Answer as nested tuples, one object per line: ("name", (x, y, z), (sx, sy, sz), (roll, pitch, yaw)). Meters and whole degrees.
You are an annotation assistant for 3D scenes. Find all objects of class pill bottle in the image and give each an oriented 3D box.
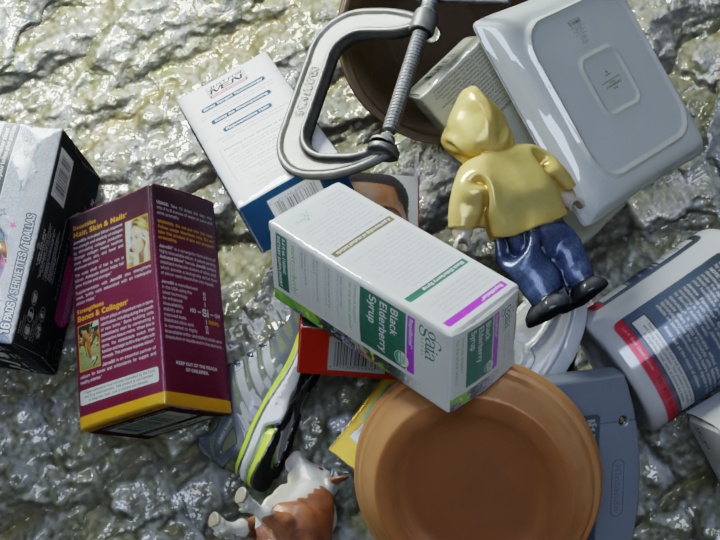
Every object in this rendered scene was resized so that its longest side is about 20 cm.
("pill bottle", (0.296, 0.035, 1.230), (0.200, 0.120, 0.120), (-34, 74, -4))

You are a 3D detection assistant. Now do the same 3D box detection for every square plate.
("square plate", (0.212, -0.162, 1.262), (0.200, 0.028, 0.199), (-30, 91, -40))

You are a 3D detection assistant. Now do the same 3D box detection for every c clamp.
("c clamp", (0.016, -0.159, 1.199), (0.170, 0.027, 0.201), (11, 67, 30))

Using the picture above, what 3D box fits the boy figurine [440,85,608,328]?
("boy figurine", (0.120, -0.054, 1.173), (0.124, 0.064, 0.201), (-25, 79, -21))

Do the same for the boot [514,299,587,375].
("boot", (0.107, 0.076, 1.187), (0.073, 0.095, 0.201), (15, 71, 55))

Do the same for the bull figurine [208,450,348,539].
("bull figurine", (-0.071, 0.244, 1.203), (0.065, 0.121, 0.201), (-18, 61, 46))

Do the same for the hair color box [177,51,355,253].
("hair color box", (-0.087, -0.110, 1.290), (0.100, 0.061, 0.200), (-29, 41, -3))

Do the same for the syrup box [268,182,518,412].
("syrup box", (0.024, 0.017, 1.115), (0.081, 0.079, 0.200), (-32, 48, -32))

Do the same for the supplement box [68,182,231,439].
("supplement box", (-0.188, 0.038, 1.269), (0.110, 0.085, 0.201), (-19, 69, 34))

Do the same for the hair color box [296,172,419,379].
("hair color box", (0.000, 0.000, 1.246), (0.101, 0.061, 0.201), (4, 43, -2))

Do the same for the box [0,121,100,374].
("box", (-0.326, -0.022, 1.297), (0.114, 0.132, 0.201), (7, 74, 8))

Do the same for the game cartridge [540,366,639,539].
("game cartridge", (0.166, 0.181, 1.184), (0.132, 0.042, 0.201), (-6, 105, -24))

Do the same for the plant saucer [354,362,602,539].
("plant saucer", (0.090, 0.168, 1.128), (0.199, 0.037, 0.201), (2, 103, 10))

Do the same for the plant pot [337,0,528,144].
("plant pot", (0.073, -0.220, 1.320), (0.200, 0.093, 0.202), (-2, 100, -9))

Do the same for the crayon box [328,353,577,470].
("crayon box", (0.082, 0.119, 1.261), (0.126, 0.052, 0.200), (36, 79, 14))

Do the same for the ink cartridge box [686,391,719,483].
("ink cartridge box", (0.398, 0.136, 1.189), (0.199, 0.086, 0.148), (-31, 96, -6))

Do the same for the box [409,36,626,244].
("box", (0.138, -0.108, 1.267), (0.082, 0.068, 0.200), (-42, 103, -1))

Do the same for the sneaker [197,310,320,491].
("sneaker", (-0.084, 0.090, 1.277), (0.081, 0.074, 0.201), (18, 73, 16))
